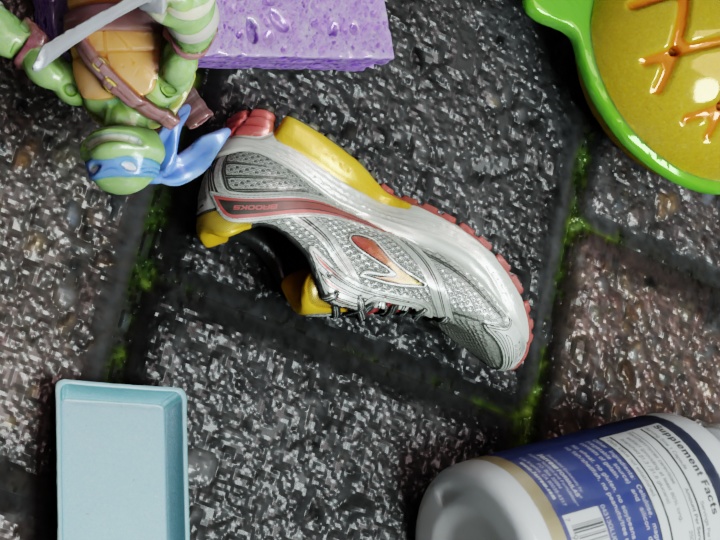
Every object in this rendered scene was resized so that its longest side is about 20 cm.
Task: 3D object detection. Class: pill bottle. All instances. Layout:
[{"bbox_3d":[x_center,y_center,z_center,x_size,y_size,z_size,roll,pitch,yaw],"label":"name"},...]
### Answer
[{"bbox_3d":[0.139,0.138,1.014,0.200,0.111,0.111,-10,85,-33],"label":"pill bottle"}]

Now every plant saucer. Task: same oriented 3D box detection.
[{"bbox_3d":[-0.115,0.153,0.900,0.070,0.019,0.200,7,70,-30],"label":"plant saucer"}]

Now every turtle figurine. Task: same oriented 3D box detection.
[{"bbox_3d":[-0.130,-0.144,0.855,0.200,0.144,0.194,13,71,-32],"label":"turtle figurine"}]

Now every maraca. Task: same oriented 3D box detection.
[{"bbox_3d":[0.174,-0.133,1.094,0.200,0.107,0.137,47,58,-9],"label":"maraca"}]

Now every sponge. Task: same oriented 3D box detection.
[{"bbox_3d":[-0.078,-0.162,0.990,0.200,0.030,0.112,-3,82,-32],"label":"sponge"}]

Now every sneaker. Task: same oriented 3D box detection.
[{"bbox_3d":[0.000,0.000,0.986,0.200,0.078,0.082,31,69,-12],"label":"sneaker"}]
